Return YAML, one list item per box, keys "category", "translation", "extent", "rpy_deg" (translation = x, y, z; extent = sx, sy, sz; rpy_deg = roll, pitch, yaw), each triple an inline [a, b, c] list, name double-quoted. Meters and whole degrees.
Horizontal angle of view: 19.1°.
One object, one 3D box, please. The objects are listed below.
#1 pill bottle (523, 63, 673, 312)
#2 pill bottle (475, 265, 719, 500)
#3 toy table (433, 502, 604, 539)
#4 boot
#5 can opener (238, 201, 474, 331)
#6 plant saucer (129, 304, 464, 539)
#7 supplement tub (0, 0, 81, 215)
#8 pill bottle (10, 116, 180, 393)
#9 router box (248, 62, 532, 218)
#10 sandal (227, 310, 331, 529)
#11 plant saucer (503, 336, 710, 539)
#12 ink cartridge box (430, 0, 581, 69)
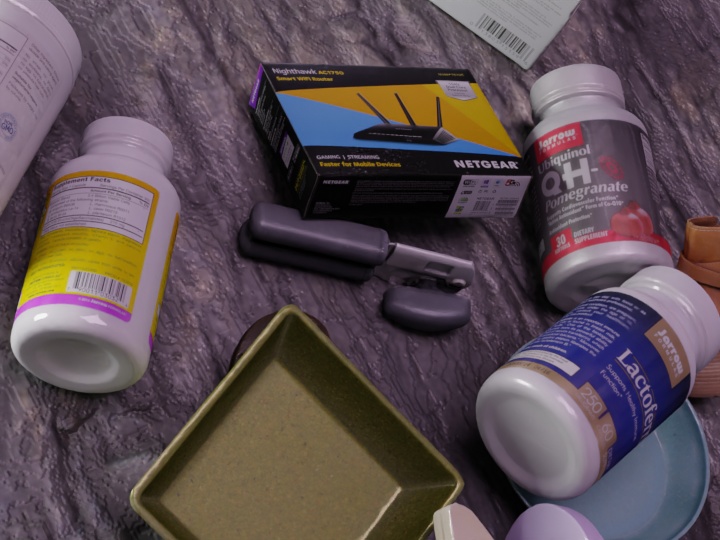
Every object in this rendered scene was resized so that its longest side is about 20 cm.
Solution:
- category: "pill bottle"
  translation: [0.199, -0.072, 1.828]
  extent: [0.110, 0.111, 0.201]
  rpy_deg: [5, 60, -23]
- category: "pill bottle"
  translation: [0.193, 0.083, 1.688]
  extent: [0.116, 0.116, 0.200]
  rpy_deg: [49, 54, 7]
- category: "toy table"
  translation: [0.111, 0.265, 1.565]
  extent: [0.117, 0.184, 0.200]
  rpy_deg: [14, 47, -38]
- category: "boot"
  translation: [0.354, 0.023, 1.822]
  extent: [0.199, 0.074, 0.155]
  rpy_deg: [-6, 107, -26]
- category: "can opener"
  translation: [0.000, 0.000, 1.728]
  extent: [0.199, 0.053, 0.067]
  rpy_deg: [12, 57, -18]
- category: "plant saucer"
  translation: [-0.052, 0.163, 1.568]
  extent: [0.200, 0.048, 0.200]
  rpy_deg: [46, 62, -14]
- category: "supplement tub"
  translation: [-0.304, -0.110, 1.598]
  extent: [0.132, 0.132, 0.200]
  rpy_deg: [29, 53, -8]
- category: "pill bottle"
  translation: [-0.194, -0.016, 1.612]
  extent: [0.104, 0.104, 0.200]
  rpy_deg: [19, 55, -14]
- category: "router box"
  translation: [0.023, -0.108, 1.775]
  extent: [0.199, 0.051, 0.149]
  rpy_deg: [-1, 42, -27]
- category: "sandal"
  translation: [-0.075, 0.125, 1.624]
  extent: [0.082, 0.055, 0.201]
  rpy_deg: [16, 71, -22]
- category: "plant saucer"
  translation: [0.190, 0.145, 1.745]
  extent: [0.199, 0.036, 0.201]
  rpy_deg: [12, 57, -19]
- category: "ink cartridge box"
  translation: [0.111, -0.289, 1.873]
  extent: [0.200, 0.174, 0.044]
  rpy_deg: [35, 53, -3]
